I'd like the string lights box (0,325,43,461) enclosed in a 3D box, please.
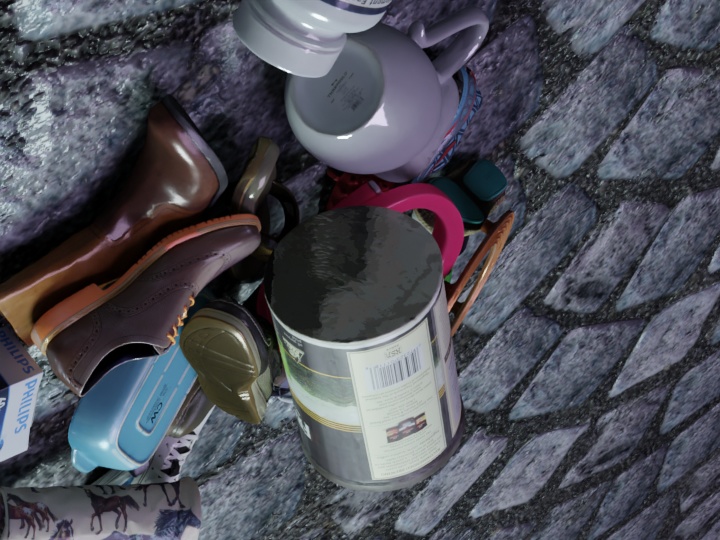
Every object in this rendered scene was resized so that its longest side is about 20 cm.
[{"bbox_3d":[-0.350,0.128,1.467,0.200,0.059,0.103,-24,148,-37],"label":"string lights box"}]

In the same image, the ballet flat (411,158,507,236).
[{"bbox_3d":[0.086,-0.056,1.788,0.065,0.071,0.200,-45,172,24],"label":"ballet flat"}]

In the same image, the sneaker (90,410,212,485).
[{"bbox_3d":[-0.188,0.180,1.770,0.200,0.072,0.072,-53,152,13],"label":"sneaker"}]

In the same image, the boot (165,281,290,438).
[{"bbox_3d":[-0.090,0.092,1.689,0.200,0.097,0.075,-52,-171,-22],"label":"boot"}]

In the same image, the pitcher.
[{"bbox_3d":[0.028,-0.157,1.544,0.172,0.121,0.200,-54,163,9],"label":"pitcher"}]

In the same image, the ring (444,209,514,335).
[{"bbox_3d":[0.087,0.028,1.772,0.201,0.019,0.201,-57,170,-15],"label":"ring"}]

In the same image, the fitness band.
[{"bbox_3d":[0.000,0.000,1.645,0.200,0.037,0.144,-37,141,-2],"label":"fitness band"}]

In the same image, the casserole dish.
[{"bbox_3d":[-0.172,0.084,1.564,0.201,0.039,0.121,-61,159,-12],"label":"casserole dish"}]

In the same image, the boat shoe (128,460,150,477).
[{"bbox_3d":[-0.201,0.108,1.658,0.066,0.070,0.200,-33,145,-19],"label":"boat shoe"}]

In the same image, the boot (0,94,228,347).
[{"bbox_3d":[-0.203,-0.037,1.455,0.200,0.069,0.188,-32,165,-14],"label":"boot"}]

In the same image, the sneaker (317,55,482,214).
[{"bbox_3d":[0.045,-0.096,1.695,0.200,0.079,0.095,-51,156,14],"label":"sneaker"}]

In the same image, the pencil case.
[{"bbox_3d":[-0.237,0.225,1.681,0.199,0.089,0.078,0,104,-26],"label":"pencil case"}]

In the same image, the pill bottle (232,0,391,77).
[{"bbox_3d":[-0.013,-0.243,1.352,0.111,0.111,0.200,-9,137,-51],"label":"pill bottle"}]

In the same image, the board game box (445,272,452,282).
[{"bbox_3d":[0.054,0.017,1.861,0.200,0.030,0.096,30,68,-69],"label":"board game box"}]

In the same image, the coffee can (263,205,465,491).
[{"bbox_3d":[0.007,0.066,1.568,0.146,0.146,0.200,-34,142,-20],"label":"coffee can"}]

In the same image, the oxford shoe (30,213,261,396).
[{"bbox_3d":[-0.154,0.027,1.475,0.200,0.073,0.071,-33,162,-7],"label":"oxford shoe"}]

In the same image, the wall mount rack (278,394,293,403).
[{"bbox_3d":[-0.023,0.042,1.815,0.200,0.074,0.175,7,86,-60],"label":"wall mount rack"}]

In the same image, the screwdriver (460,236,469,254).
[{"bbox_3d":[0.080,0.018,1.858,0.028,0.029,0.201,63,38,-61],"label":"screwdriver"}]

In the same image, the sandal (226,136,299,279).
[{"bbox_3d":[-0.076,-0.044,1.559,0.200,0.054,0.081,106,2,-66],"label":"sandal"}]

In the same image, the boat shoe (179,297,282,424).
[{"bbox_3d":[-0.103,0.063,1.570,0.200,0.073,0.065,93,22,-66],"label":"boat shoe"}]
